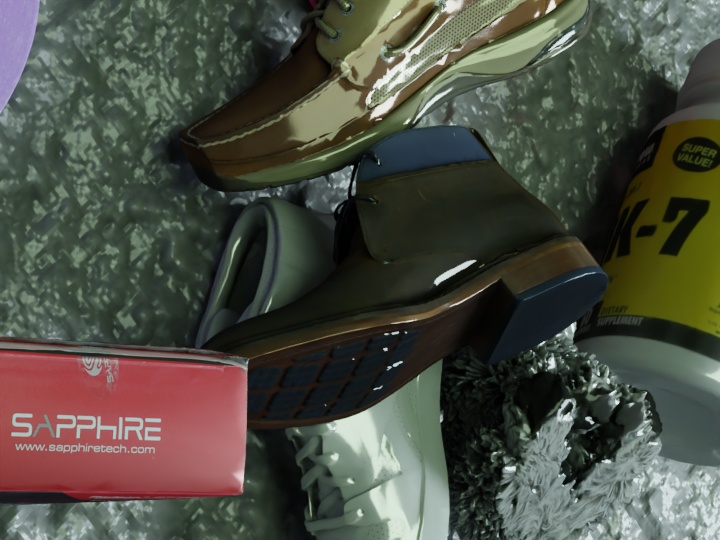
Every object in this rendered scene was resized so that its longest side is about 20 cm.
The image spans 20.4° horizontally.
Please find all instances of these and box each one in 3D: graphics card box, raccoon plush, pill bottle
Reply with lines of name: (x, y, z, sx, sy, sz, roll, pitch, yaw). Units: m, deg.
graphics card box: (-0.145, 0.055, 0.680, 0.125, 0.200, 0.051, 5, 81, -40)
raccoon plush: (0.044, 0.079, 0.930, 0.097, 0.134, 0.200, 29, 101, -46)
pill bottle: (0.185, -0.012, 1.011, 0.114, 0.114, 0.200, 37, 63, -30)

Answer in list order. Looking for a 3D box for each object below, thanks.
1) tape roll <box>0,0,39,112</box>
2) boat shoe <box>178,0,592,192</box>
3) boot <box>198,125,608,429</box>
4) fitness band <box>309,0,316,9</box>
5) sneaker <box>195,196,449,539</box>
tape roll: (-0.219, -0.117, 0.726, 0.200, 0.066, 0.200, 4, 83, -39)
boat shoe: (0.007, -0.103, 0.879, 0.200, 0.076, 0.074, -29, 114, -20)
boot: (0.000, 0.000, 0.832, 0.200, 0.075, 0.097, -14, 60, -34)
fitness band: (0.021, -0.196, 0.948, 0.143, 0.037, 0.200, -14, 93, -39)
sneaker: (-0.023, 0.067, 0.866, 0.115, 0.074, 0.200, 14, 68, -35)
